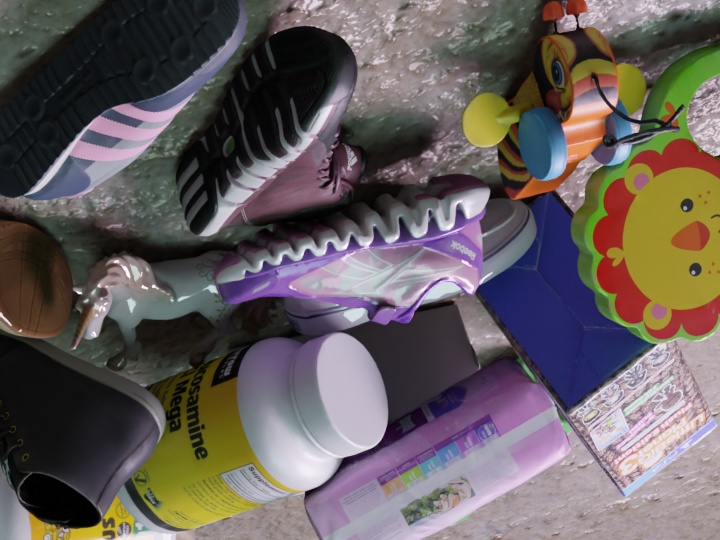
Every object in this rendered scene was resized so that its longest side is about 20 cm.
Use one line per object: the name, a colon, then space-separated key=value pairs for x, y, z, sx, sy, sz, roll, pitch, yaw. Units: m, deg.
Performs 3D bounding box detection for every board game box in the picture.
board game box: x=0.179 y=0.060 z=1.266 sx=0.097 sy=0.160 sz=0.200 roll=-37 pitch=148 yaw=2

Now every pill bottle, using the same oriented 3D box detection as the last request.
pill bottle: x=-0.083 y=0.115 z=1.184 sx=0.199 sy=0.114 sz=0.112 roll=-23 pitch=151 yaw=31
pill bottle: x=-0.260 y=0.209 z=1.326 sx=0.198 sy=0.114 sz=0.113 roll=-1 pitch=146 yaw=-37

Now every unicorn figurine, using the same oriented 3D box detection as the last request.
unicorn figurine: x=-0.147 y=0.024 z=1.158 sx=0.199 sy=0.074 sz=0.138 roll=-23 pitch=159 yaw=-31

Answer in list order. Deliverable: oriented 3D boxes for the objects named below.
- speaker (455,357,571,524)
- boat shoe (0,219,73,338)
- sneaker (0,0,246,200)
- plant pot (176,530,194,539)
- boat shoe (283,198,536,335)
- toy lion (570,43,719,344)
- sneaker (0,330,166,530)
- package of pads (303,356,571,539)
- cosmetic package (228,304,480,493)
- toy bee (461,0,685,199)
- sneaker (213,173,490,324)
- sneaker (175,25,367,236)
speaker: x=0.115 y=0.159 z=1.484 sx=0.088 sy=0.089 sz=0.200 roll=8 pitch=141 yaw=-36
boat shoe: x=-0.266 y=-0.001 z=1.067 sx=0.071 sy=0.073 sz=0.200 roll=3 pitch=171 yaw=27
sneaker: x=-0.134 y=-0.108 z=0.964 sx=0.199 sy=0.071 sz=0.082 roll=-30 pitch=164 yaw=26
plant pot: x=-0.226 y=0.321 z=1.472 sx=0.198 sy=0.185 sz=0.201 roll=-12 pitch=150 yaw=-7
boat shoe: x=0.035 y=-0.017 z=1.177 sx=0.198 sy=0.074 sz=0.066 roll=-24 pitch=125 yaw=-12
toy lion: x=0.237 y=-0.054 z=1.115 sx=0.189 sy=0.203 sz=0.069 roll=-6 pitch=-170 yaw=-12
sneaker: x=-0.244 y=0.104 z=1.122 sx=0.198 sy=0.107 sz=0.075 roll=15 pitch=129 yaw=12
package of pads: x=0.054 y=0.144 z=1.212 sx=0.199 sy=0.076 sz=0.121 roll=-30 pitch=-176 yaw=0
cosmetic package: x=-0.002 y=0.108 z=1.322 sx=0.198 sy=0.109 sz=0.085 roll=-9 pitch=149 yaw=-12
toy bee: x=0.142 y=-0.118 z=1.060 sx=0.130 sy=0.110 sz=0.199 roll=-10 pitch=174 yaw=-40
sneaker: x=0.000 y=0.000 z=1.111 sx=0.198 sy=0.081 sz=0.089 roll=-15 pitch=106 yaw=-6
sneaker: x=-0.030 y=-0.088 z=1.040 sx=0.115 sy=0.076 sz=0.200 roll=0 pitch=156 yaw=-35
